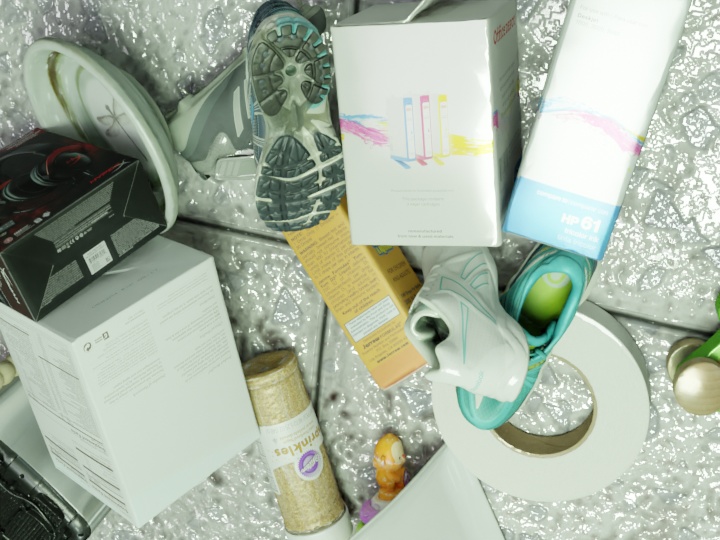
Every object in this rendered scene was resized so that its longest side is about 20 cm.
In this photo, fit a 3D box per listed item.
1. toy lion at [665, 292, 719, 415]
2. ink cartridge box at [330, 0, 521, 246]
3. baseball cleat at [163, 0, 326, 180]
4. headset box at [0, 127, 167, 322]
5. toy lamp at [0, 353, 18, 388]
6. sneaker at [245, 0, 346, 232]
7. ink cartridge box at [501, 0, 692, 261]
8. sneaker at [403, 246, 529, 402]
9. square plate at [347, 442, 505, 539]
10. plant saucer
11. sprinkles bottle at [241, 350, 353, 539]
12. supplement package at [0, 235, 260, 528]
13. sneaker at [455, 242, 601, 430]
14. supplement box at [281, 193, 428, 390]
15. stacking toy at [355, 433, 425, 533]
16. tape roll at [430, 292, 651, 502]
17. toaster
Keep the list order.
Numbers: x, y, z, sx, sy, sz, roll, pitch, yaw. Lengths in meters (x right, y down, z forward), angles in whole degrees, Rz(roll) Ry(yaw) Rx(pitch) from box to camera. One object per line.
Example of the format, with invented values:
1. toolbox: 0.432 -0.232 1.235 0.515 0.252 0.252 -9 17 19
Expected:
1. toy lion: 0.369 0.075 0.877 0.200 0.069 0.192 45 109 -4
2. ink cartridge box: 0.058 -0.135 0.848 0.124 0.129 0.202 1 110 17
3. baseball cleat: -0.085 -0.149 0.929 0.199 0.070 0.107 -30 106 35
4. headset box: -0.295 -0.050 0.942 0.199 0.148 0.076 20 138 42
5. toy lamp: -0.326 0.083 1.015 0.058 0.200 0.059 5 111 14
6. sneaker: -0.055 -0.124 0.855 0.077 0.087 0.201 -7 130 -11
7. ink cartridge box: 0.181 -0.130 0.801 0.084 0.145 0.202 17 115 10
8. sneaker: 0.074 0.027 0.871 0.079 0.201 0.071 8 120 -17
9. square plate: 0.065 0.291 0.990 0.028 0.200 0.200 -10 110 47
10. plant saucer: -0.222 -0.127 0.955 0.199 0.050 0.201 35 148 25
11. sprinkles bottle: -0.066 0.182 1.047 0.068 0.068 0.202 -11 107 21
12. supplement package: -0.212 0.090 0.965 0.150 0.151 0.202 19 131 41
13. sneaker: 0.132 0.054 0.887 0.077 0.080 0.201 27 116 6
14. supplement box: 0.000 0.000 0.936 0.069 0.066 0.201 -35 87 25
15. stacking toy: 0.032 0.259 1.041 0.109 0.116 0.202 3 98 24
16. tape roll: 0.163 0.116 0.965 0.201 0.037 0.205 6 112 16
17. toaster: -0.341 0.206 1.097 0.181 0.119 0.200 42 135 -3
